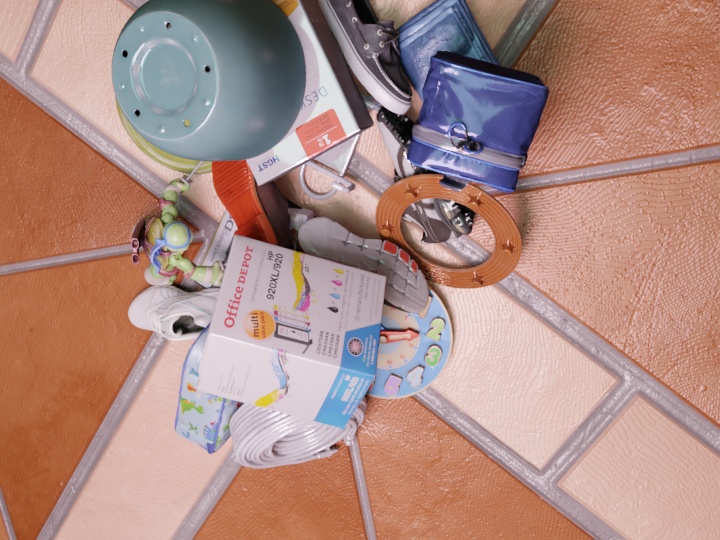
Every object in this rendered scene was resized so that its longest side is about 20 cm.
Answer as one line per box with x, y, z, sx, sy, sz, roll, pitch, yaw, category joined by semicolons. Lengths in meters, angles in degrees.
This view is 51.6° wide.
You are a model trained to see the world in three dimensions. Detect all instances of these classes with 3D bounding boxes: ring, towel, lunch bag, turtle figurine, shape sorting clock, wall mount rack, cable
0.110;-0.041;0.961;0.196;0.019;0.203;16;142;12;ring
0.126;-0.238;0.948;0.110;0.049;0.203;-28;96;21;towel
0.128;-0.161;0.836;0.133;0.200;0.135;16;111;5;lunch bag
-0.187;0.144;1.060;0.081;0.161;0.203;25;127;9;lunch bag
-0.239;-0.050;1.054;0.144;0.202;0.193;45;151;-19;turtle figurine
0.033;0.092;1.058;0.195;0.039;0.205;3;106;10;shape sorting clock
-0.064;-0.198;0.996;0.171;0.075;0.203;26;108;10;wall mount rack
-0.085;0.210;1.044;0.070;0.196;0.201;67;147;27;cable

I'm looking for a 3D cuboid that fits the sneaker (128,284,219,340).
-0.281;0.066;1.109;0.196;0.080;0.072;-3;114;29;sneaker

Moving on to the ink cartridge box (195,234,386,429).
-0.086;0.077;0.916;0.196;0.150;0.146;15;142;-9;ink cartridge box

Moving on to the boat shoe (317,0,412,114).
0.016;-0.295;0.937;0.066;0.069;0.203;-38;73;35;boat shoe

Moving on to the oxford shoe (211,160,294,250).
-0.141;-0.102;0.983;0.070;0.072;0.204;-18;87;37;oxford shoe

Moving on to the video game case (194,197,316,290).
-0.126;-0.011;1.087;0.198;0.026;0.183;31;110;6;video game case

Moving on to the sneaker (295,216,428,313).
0.000;0.000;1.000;0.198;0.078;0.082;31;148;-6;sneaker

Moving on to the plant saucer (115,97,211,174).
-0.243;-0.211;1.018;0.195;0.031;0.203;3;131;4;plant saucer

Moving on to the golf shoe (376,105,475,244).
0.066;-0.115;0.971;0.093;0.078;0.201;-27;107;30;golf shoe

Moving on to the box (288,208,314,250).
-0.091;0.015;1.051;0.038;0.041;0.205;6;105;12;box

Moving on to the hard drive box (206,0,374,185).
-0.097;-0.234;0.920;0.154;0.077;0.203;-25;97;19;hard drive box

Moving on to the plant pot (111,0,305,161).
-0.178;-0.215;0.821;0.196;0.161;0.206;4;105;14;plant pot
